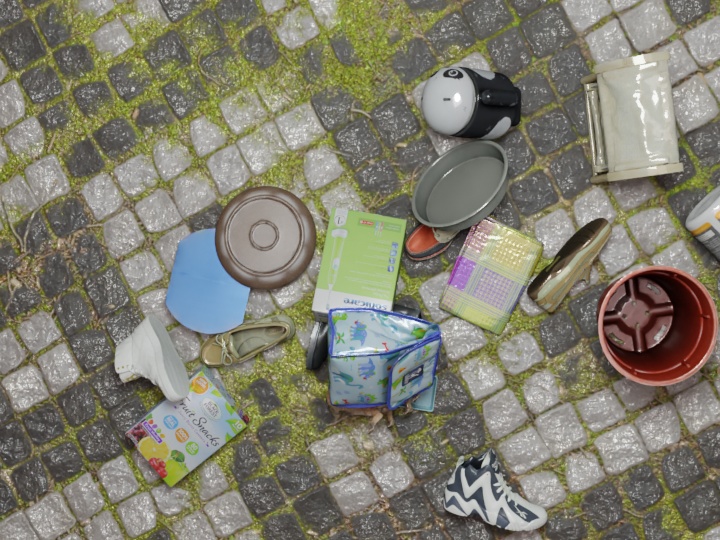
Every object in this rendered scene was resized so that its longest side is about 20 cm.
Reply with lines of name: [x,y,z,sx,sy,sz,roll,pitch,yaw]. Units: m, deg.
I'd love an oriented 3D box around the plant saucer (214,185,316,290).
plant saucer: [-0.183,-0.065,1.780,0.197,0.032,0.203,0,83,-1]

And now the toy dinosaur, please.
toy dinosaur: [0.032,0.222,1.754,0.199,0.086,0.136,-35,70,-4]

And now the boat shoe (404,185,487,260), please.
boat shoe: [0.163,-0.091,1.737,0.199,0.063,0.072,-33,74,10]

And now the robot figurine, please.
robot figurine: [0.201,-0.303,1.675,0.151,0.198,0.126,-51,52,41]

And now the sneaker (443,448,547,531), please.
sneaker: [0.262,0.405,1.756,0.196,0.079,0.132,13,103,15]

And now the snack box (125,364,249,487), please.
snack box: [-0.338,0.303,1.815,0.199,0.053,0.143,-38,99,6]

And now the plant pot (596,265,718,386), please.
plant pot: [0.508,0.088,1.657,0.198,0.195,0.204,0,93,6]

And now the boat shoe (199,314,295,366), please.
boat shoe: [-0.223,0.137,1.796,0.198,0.063,0.074,-16,92,8]

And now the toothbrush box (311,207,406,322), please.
toothbrush box: [0.000,0.000,1.728,0.143,0.086,0.203,9,73,5]

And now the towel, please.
towel: [0.247,0.005,1.764,0.142,0.023,0.202,24,96,4]

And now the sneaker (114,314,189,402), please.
sneaker: [-0.405,0.195,1.788,0.115,0.074,0.201,-39,53,11]

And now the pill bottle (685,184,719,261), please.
pill bottle: [0.693,-0.053,1.671,0.200,0.116,0.116,45,96,1]

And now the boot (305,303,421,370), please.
boot: [0.006,0.133,1.776,0.197,0.066,0.167,15,92,1]

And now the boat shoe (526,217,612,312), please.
boat shoe: [0.402,-0.007,1.734,0.076,0.072,0.200,40,104,-12]

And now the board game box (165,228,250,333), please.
board game box: [-0.288,0.021,1.809,0.156,0.039,0.203,12,84,2]

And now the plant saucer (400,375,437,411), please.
plant saucer: [0.048,0.222,1.799,0.197,0.019,0.071,8,94,6]

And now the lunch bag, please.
lunch bag: [0.040,0.158,1.650,0.197,0.171,0.129,-2,52,-4]

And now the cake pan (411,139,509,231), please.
cake pan: [0.186,-0.150,1.692,0.200,0.201,0.037,-38,127,7]

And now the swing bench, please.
swing bench: [0.472,-0.262,1.638,0.128,0.200,0.202,-7,92,6]
